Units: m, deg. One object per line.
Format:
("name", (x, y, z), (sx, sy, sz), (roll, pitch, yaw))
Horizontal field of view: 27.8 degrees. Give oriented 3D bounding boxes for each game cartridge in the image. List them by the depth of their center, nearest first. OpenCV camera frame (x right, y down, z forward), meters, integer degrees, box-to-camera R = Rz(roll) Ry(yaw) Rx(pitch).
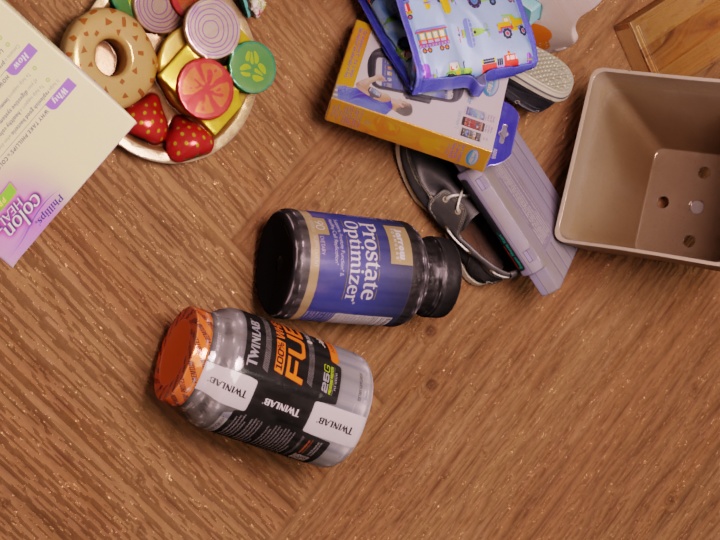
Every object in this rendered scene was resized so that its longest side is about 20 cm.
("game cartridge", (0.170, -0.083, 1.601), (0.201, 0.038, 0.130), (55, 39, -14))

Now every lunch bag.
("lunch bag", (0.093, -0.273, 1.521), (0.149, 0.094, 0.202), (-12, 68, -26))

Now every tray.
("tray", (0.404, -0.296, 1.757), (0.199, 0.037, 0.099), (-33, 104, -22))

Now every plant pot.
("plant pot", (0.356, -0.094, 1.636), (0.177, 0.198, 0.202), (28, 74, -60))

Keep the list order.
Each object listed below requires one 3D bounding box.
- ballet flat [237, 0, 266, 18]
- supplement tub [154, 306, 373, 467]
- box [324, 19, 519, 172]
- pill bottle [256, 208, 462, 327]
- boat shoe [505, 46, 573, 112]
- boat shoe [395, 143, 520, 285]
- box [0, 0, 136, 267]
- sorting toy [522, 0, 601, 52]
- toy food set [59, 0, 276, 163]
("ballet flat", (-0.131, -0.354, 1.457), (0.063, 0.076, 0.202), (-29, 104, -7))
("supplement tub", (-0.097, 0.113, 1.450), (0.198, 0.122, 0.124), (21, 81, -26))
("box", (0.072, -0.180, 1.518), (0.198, 0.042, 0.120), (17, 54, -1))
("pill bottle", (0.000, 0.000, 1.506), (0.198, 0.112, 0.113), (5, 88, -27))
("boat shoe", (0.140, -0.237, 1.604), (0.199, 0.062, 0.075), (30, 55, -9))
("boat shoe", (0.110, -0.074, 1.589), (0.072, 0.067, 0.201), (-38, 105, -20))
("box", (-0.337, -0.140, 1.318), (0.200, 0.097, 0.176), (41, 89, -20))
("sorting toy", (0.207, -0.346, 1.574), (0.106, 0.180, 0.203), (-7, 93, -27))
("toy food set", (-0.188, -0.208, 1.445), (0.200, 0.049, 0.199), (45, 71, -19))
